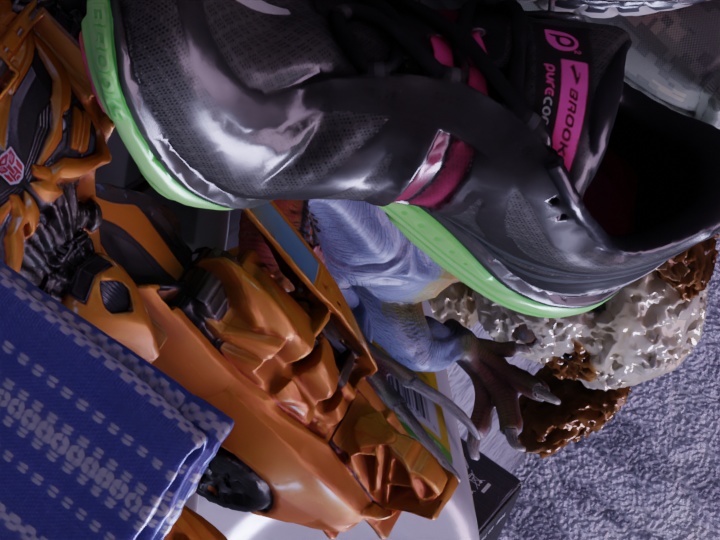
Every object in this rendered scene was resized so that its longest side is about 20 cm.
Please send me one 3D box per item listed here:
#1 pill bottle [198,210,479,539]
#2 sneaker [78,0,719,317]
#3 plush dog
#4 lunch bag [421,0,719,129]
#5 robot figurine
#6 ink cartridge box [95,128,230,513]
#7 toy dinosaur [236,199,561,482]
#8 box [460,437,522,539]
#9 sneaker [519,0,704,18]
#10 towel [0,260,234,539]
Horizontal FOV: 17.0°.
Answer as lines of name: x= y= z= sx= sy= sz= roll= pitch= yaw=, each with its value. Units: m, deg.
pill bottle: x=-0.022 y=0.051 z=0.863 sx=0.111 sy=0.110 sz=0.200 roll=-57 pitch=-161 yaw=23
sneaker: x=0.017 y=-0.045 z=0.570 sx=0.083 sy=0.077 sz=0.199 roll=-18 pitch=156 yaw=41
plush dog: x=0.078 y=-0.013 z=1.080 sx=0.160 sy=0.171 sz=0.200 roll=-45 pitch=166 yaw=-37
lunch bag: x=0.077 y=-0.107 z=0.758 sx=0.117 sy=0.164 sz=0.200 roll=-41 pitch=170 yaw=-8
robot figurine: x=-0.063 y=0.018 z=0.576 sx=0.058 sy=0.200 sz=0.145 roll=-6 pitch=-137 yaw=44
ink cartridge box: x=-0.078 y=0.039 z=0.733 sx=0.200 sy=0.057 sz=0.164 roll=134 pitch=-37 yaw=-67
toy dinosaur: x=0.000 y=0.000 z=0.737 sx=0.181 sy=0.199 sz=0.106 roll=28 pitch=86 yaw=-46
box: x=-0.054 y=0.108 z=0.937 sx=0.200 sy=0.158 sz=0.049 roll=-44 pitch=162 yaw=-42
sneaker: x=0.039 y=-0.102 z=0.584 sx=0.199 sy=0.075 sz=0.081 roll=5 pitch=103 yaw=-29
towel: x=-0.127 y=0.066 z=0.519 sx=0.201 sy=0.144 sz=0.024 roll=-58 pitch=172 yaw=25
